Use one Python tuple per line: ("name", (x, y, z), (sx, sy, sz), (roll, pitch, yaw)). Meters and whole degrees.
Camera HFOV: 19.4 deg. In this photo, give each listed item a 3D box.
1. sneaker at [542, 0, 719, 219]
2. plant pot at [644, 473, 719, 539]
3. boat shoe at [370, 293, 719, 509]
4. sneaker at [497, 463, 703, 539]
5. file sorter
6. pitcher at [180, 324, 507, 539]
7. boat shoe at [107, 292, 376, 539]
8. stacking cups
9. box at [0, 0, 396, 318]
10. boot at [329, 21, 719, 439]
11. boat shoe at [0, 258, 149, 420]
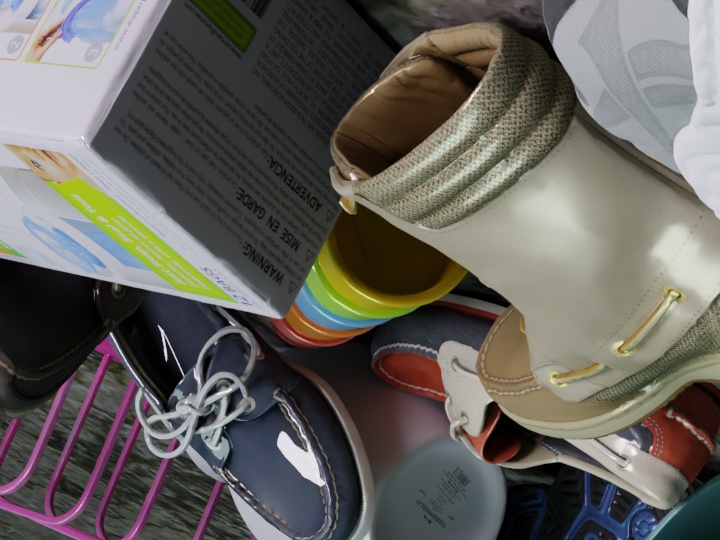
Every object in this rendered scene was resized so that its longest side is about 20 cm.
("sneaker", (0.077, -0.072, 0.506), (0.079, 0.074, 0.200), (27, 164, 16))
("plant pot", (0.220, 0.187, 0.874), (0.200, 0.201, 0.161), (14, 170, 35))
("boat shoe", (0.071, 0.056, 0.914), (0.200, 0.063, 0.071), (10, 159, 47))
("sneaker", (0.133, 0.130, 1.059), (0.077, 0.076, 0.200), (7, 170, -20))
("file sorter", (-0.148, 0.088, 1.185), (0.139, 0.126, 0.200), (12, 166, 40))
("pitcher", (-0.033, 0.076, 1.047), (0.172, 0.121, 0.200), (42, 169, -36))
("boat shoe", (-0.067, 0.050, 0.967), (0.062, 0.075, 0.200), (2, -133, -53))
("stacking cups", (0.000, 0.000, 0.874), (0.060, 0.061, 0.200), (28, 168, -4))
("box", (-0.103, -0.066, 0.737), (0.200, 0.101, 0.112), (11, 157, 42))
("boot", (0.054, -0.010, 0.711), (0.155, 0.073, 0.200), (28, 160, -18))
("boat shoe", (-0.118, -0.008, 0.855), (0.074, 0.073, 0.200), (46, -158, -10))
